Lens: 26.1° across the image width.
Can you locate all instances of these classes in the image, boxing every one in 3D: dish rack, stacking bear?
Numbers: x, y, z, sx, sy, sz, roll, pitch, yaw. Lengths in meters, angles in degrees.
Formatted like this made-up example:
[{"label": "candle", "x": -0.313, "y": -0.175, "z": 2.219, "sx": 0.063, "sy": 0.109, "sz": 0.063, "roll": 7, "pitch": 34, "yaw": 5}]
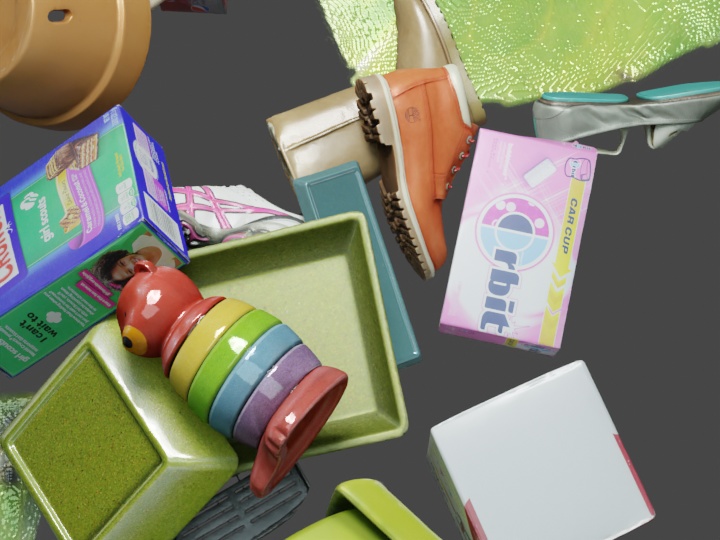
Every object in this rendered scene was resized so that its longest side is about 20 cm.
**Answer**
[{"label": "dish rack", "x": -0.145, "y": 0.160, "z": 1.427, "sx": 0.153, "sy": 0.055, "sz": 0.201, "roll": -30, "pitch": 79, "yaw": -6}, {"label": "stacking bear", "x": -0.120, "y": 0.072, "z": 1.295, "sx": 0.199, "sy": 0.122, "sz": 0.114, "roll": 36, "pitch": 54, "yaw": 11}]

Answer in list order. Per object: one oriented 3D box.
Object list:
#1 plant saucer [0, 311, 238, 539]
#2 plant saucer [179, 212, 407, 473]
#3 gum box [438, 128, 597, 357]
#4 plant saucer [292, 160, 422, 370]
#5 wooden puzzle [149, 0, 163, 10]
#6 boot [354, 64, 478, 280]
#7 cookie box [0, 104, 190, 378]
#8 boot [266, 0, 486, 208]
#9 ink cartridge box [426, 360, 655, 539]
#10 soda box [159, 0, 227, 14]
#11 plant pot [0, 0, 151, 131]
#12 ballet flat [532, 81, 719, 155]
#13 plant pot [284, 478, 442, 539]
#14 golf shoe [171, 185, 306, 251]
[{"label": "plant saucer", "x": -0.229, "y": 0.158, "z": 1.362, "sx": 0.200, "sy": 0.048, "sz": 0.200, "roll": -47, "pitch": 65, "yaw": 20}, {"label": "plant saucer", "x": -0.069, "y": 0.069, "z": 1.377, "sx": 0.198, "sy": 0.048, "sz": 0.202, "roll": -13, "pitch": 79, "yaw": 7}, {"label": "gum box", "x": 0.148, "y": -0.031, "z": 1.461, "sx": 0.113, "sy": 0.066, "sz": 0.202, "roll": 12, "pitch": 81, "yaw": 3}, {"label": "plant saucer", "x": 0.000, "y": 0.000, "z": 1.454, "sx": 0.069, "sy": 0.019, "sz": 0.202, "roll": -18, "pitch": 90, "yaw": -20}, {"label": "wooden puzzle", "x": -0.196, "y": -0.349, "z": 1.490, "sx": 0.199, "sy": 0.037, "sz": 0.186, "roll": -36, "pitch": 60, "yaw": 22}, {"label": "boot", "x": 0.069, "y": -0.094, "z": 1.456, "sx": 0.106, "sy": 0.075, "sz": 0.202, "roll": -16, "pitch": 106, "yaw": -14}, {"label": "cookie box", "x": -0.264, "y": -0.027, "z": 1.390, "sx": 0.199, "sy": 0.075, "sz": 0.172, "roll": -33, "pitch": 42, "yaw": 12}, {"label": "boot", "x": 0.002, "y": -0.175, "z": 1.501, "sx": 0.199, "sy": 0.066, "sz": 0.176, "roll": -24, "pitch": 80, "yaw": -5}, {"label": "ink cartridge box", "x": 0.149, "y": 0.185, "z": 1.349, "sx": 0.144, "sy": 0.200, "sz": 0.146, "roll": -24, "pitch": 77, "yaw": -4}, {"label": "soda box", "x": -0.162, "y": -0.360, "z": 1.546, "sx": 0.069, "sy": 0.063, "sz": 0.202, "roll": 3, "pitch": 76, "yaw": 0}, {"label": "plant pot", "x": -0.313, "y": -0.231, "z": 1.434, "sx": 0.199, "sy": 0.140, "sz": 0.202, "roll": 2, "pitch": 94, "yaw": 26}, {"label": "ballet flat", "x": 0.266, "y": -0.146, "z": 1.508, "sx": 0.198, "sy": 0.067, "sz": 0.064, "roll": -4, "pitch": 104, "yaw": -1}, {"label": "plant pot", "x": -0.002, "y": 0.301, "z": 1.327, "sx": 0.200, "sy": 0.199, "sz": 0.182, "roll": 40, "pitch": 73, "yaw": 9}, {"label": "golf shoe", "x": -0.141, "y": -0.045, "z": 1.477, "sx": 0.199, "sy": 0.073, "sz": 0.092, "roll": 19, "pitch": 45, "yaw": 9}]
